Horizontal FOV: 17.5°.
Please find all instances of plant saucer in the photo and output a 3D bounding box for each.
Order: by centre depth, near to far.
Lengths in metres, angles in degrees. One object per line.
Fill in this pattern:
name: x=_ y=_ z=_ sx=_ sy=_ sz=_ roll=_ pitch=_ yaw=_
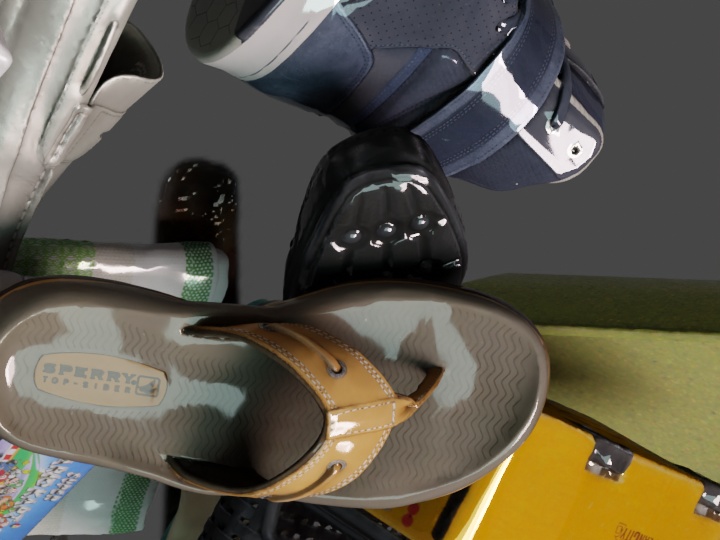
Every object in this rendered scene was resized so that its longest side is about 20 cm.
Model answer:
plant saucer: x=0.136 y=0.062 z=0.994 sx=0.198 sy=0.048 sz=0.200 roll=2 pitch=145 yaw=28

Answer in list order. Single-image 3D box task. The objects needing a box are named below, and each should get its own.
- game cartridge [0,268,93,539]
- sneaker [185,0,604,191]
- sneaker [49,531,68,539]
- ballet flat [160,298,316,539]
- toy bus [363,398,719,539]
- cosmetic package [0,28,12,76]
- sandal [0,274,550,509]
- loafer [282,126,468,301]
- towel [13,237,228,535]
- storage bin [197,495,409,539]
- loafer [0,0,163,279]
game cartridge: x=-0.168 y=0.069 z=0.851 sx=0.129 sy=0.039 sz=0.200 roll=17 pitch=134 yaw=-34
sneaker: x=0.056 y=-0.114 z=0.813 sx=0.146 sy=0.077 sz=0.202 roll=31 pitch=122 yaw=-30
sneaker: x=-0.122 y=0.206 z=1.016 sx=0.059 sy=0.105 sz=0.201 roll=-11 pitch=139 yaw=3
ballet flat: x=-0.045 y=0.099 z=0.977 sx=0.069 sy=0.070 sz=0.201 roll=-2 pitch=134 yaw=-25
toy bus: x=0.075 y=0.088 z=0.905 sx=0.200 sy=0.078 sz=0.065 roll=25 pitch=93 yaw=-57
cosmetic package: x=-0.209 y=-0.043 z=0.741 sx=0.200 sy=0.102 sz=0.074 roll=-43 pitch=134 yaw=13
sandal: x=-0.032 y=0.040 z=0.776 sx=0.198 sy=0.055 sz=0.082 roll=8 pitch=101 yaw=-13
loafer: x=0.000 y=0.000 z=0.869 sx=0.067 sy=0.071 sz=0.201 roll=-10 pitch=153 yaw=-6
towel: x=-0.162 y=0.042 z=0.902 sx=0.198 sy=0.031 sz=0.150 roll=3 pitch=126 yaw=-26
storage bin: x=0.027 y=0.150 z=0.922 sx=0.200 sy=0.135 sz=0.094 roll=27 pitch=92 yaw=-56
loafer: x=-0.102 y=-0.067 z=0.789 sx=0.069 sy=0.070 sz=0.201 roll=11 pitch=124 yaw=-17
